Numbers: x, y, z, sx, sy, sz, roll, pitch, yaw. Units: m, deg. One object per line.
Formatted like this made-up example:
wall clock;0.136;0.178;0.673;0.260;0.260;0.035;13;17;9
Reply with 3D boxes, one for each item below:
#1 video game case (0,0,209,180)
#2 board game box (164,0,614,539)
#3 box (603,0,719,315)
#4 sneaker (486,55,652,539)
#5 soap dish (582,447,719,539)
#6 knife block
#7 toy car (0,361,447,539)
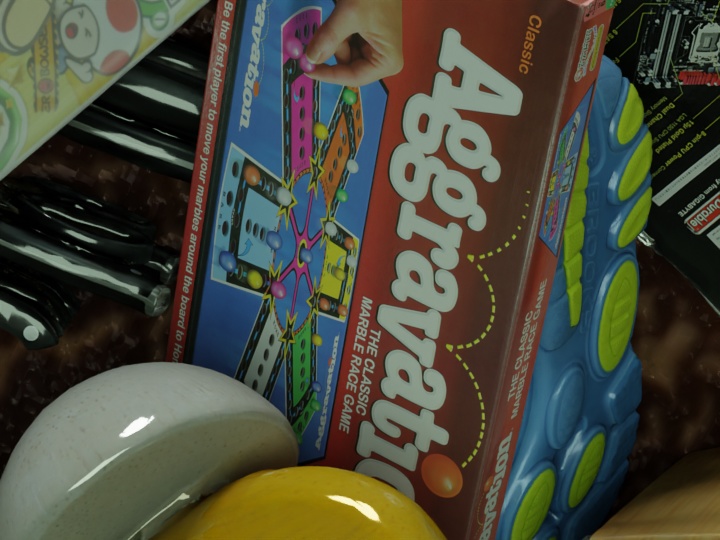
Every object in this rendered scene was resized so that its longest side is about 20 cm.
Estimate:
video game case;-0.128;-0.107;0.678;0.182;0.023;0.200;-44;121;-28
board game box;0.000;0.000;0.753;0.103;0.019;0.200;25;123;24
box;0.106;-0.103;0.748;0.160;0.049;0.200;41;128;-7
sneaker;0.029;0.021;0.800;0.083;0.071;0.200;26;127;33
soap dish;0.096;0.146;0.790;0.081;0.157;0.200;13;101;16
knife block;-0.126;-0.067;0.795;0.175;0.064;0.200;-24;99;4
toy car;-0.047;0.137;0.734;0.200;0.150;0.175;-37;61;3
